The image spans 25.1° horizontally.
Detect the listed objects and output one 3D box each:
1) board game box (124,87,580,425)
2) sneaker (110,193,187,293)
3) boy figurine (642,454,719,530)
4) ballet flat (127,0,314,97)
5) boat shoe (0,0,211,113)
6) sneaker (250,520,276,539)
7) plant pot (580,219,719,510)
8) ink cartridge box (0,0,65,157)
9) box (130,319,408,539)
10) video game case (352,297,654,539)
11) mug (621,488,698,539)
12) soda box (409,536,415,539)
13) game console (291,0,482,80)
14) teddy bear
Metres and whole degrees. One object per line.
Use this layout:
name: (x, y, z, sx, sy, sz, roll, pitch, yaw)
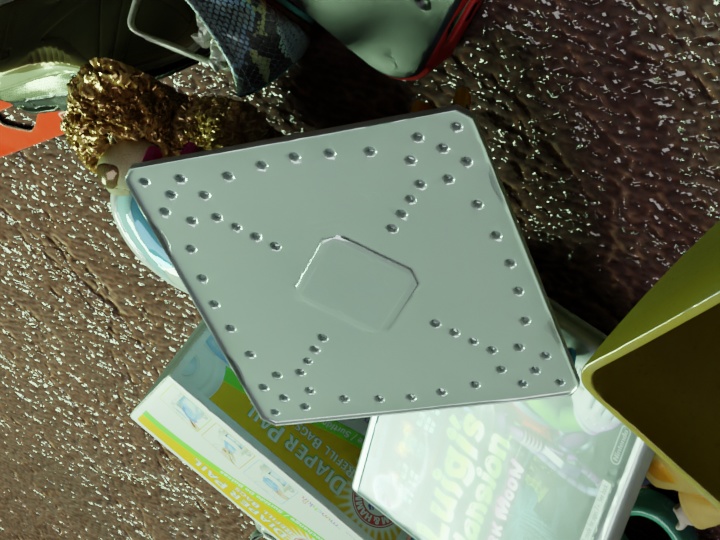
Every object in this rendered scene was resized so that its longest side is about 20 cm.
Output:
board game box: (0.000, 0.000, 0.876, 0.198, 0.026, 0.201, -8, 130, 24)
sneaker: (-0.065, 0.002, 1.012, 0.199, 0.080, 0.130, 37, 175, -16)
boy figurine: (0.187, 0.111, 0.945, 0.199, 0.064, 0.125, 11, 137, 42)
ballet flat: (-0.118, -0.168, 0.874, 0.199, 0.074, 0.074, 39, 149, 3)
boat shoe: (-0.157, -0.135, 0.980, 0.199, 0.073, 0.066, -5, 156, 33)
sneaker: (-0.045, 0.189, 1.231, 0.200, 0.082, 0.075, 50, 169, 6)
plant pot: (0.247, 0.017, 0.650, 0.200, 0.177, 0.200, 41, 149, -5)
ink cartridge box: (-0.289, -0.144, 1.122, 0.199, 0.044, 0.174, -10, 124, 51)
box: (-0.044, 0.113, 1.137, 0.199, 0.113, 0.101, 40, 149, -6)
video game case: (0.084, 0.103, 0.970, 0.181, 0.023, 0.202, 35, 127, 29)
mug: (0.168, 0.251, 1.060, 0.114, 0.153, 0.186, 28, 147, 10)
soda box: (0.075, 0.239, 1.221, 0.064, 0.068, 0.201, 26, 147, 18)
game console: (-0.005, -0.194, 0.783, 0.176, 0.031, 0.200, 41, 149, 5)
teddy bear: (-0.077, -0.057, 0.930, 0.199, 0.068, 0.144, 22, 170, -37)
